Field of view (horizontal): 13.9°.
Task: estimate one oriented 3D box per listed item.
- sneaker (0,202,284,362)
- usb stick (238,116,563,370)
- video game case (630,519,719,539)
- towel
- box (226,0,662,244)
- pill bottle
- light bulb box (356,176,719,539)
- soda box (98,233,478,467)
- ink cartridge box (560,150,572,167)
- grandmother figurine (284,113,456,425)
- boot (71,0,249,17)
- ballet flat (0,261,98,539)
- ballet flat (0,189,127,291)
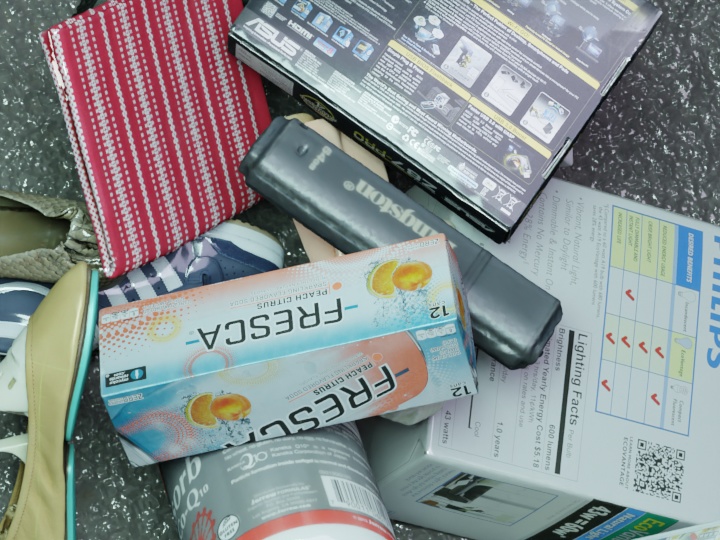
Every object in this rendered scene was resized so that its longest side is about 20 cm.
[{"bbox_3d":[-0.141,0.024,1.708,0.199,0.070,0.109,4,66,-16],"label":"sneaker"},{"bbox_3d":[0.024,-0.016,1.653,0.200,0.033,0.056,35,54,2],"label":"usb stick"},{"bbox_3d":[0.123,0.229,1.686,0.023,0.200,0.182,42,61,-16],"label":"video game case"},{"bbox_3d":[-0.109,-0.090,1.670,0.200,0.022,0.145,-32,110,-58],"label":"towel"},{"bbox_3d":[0.047,-0.137,1.694,0.200,0.049,0.162,34,80,4],"label":"box"},{"bbox_3d":[-0.051,0.120,1.654,0.115,0.116,0.200,5,39,-23],"label":"pill bottle"},{"bbox_3d":[0.112,0.059,1.781,0.199,0.125,0.199,16,66,-19],"label":"light bulb box"},{"bbox_3d":[-0.039,0.044,1.595,0.199,0.064,0.069,-13,45,7],"label":"soda box"},{"bbox_3d":[0.074,-0.170,1.808,0.084,0.145,0.201,-3,79,22],"label":"ink cartridge box"},{"bbox_3d":[0.000,0.000,1.686,0.121,0.061,0.201,-21,62,0],"label":"grandmother figurine"},{"bbox_3d":[-0.067,-0.167,1.801,0.158,0.079,0.211,42,61,-6],"label":"boot"},{"bbox_3d":[-0.181,0.090,1.625,0.063,0.069,0.201,5,109,-4],"label":"ballet flat"},{"bbox_3d":[-0.225,-0.022,1.651,0.199,0.046,0.068,7,72,12],"label":"ballet flat"}]
